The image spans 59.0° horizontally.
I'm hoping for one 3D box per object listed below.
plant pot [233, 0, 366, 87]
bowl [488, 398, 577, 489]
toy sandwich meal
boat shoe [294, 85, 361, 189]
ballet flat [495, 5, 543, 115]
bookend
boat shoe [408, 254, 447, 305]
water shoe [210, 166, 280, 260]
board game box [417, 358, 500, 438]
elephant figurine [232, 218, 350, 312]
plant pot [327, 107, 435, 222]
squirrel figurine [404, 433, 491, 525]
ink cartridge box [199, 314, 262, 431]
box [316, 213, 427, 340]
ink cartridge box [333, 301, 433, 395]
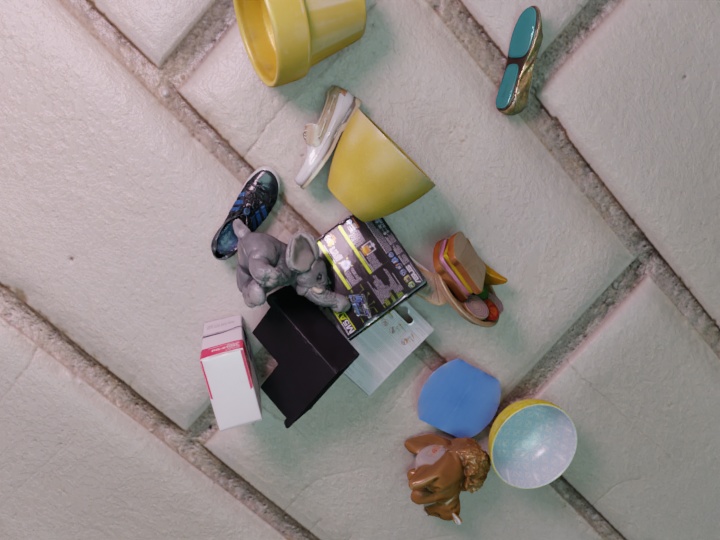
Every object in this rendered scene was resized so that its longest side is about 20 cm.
[{"bbox_3d":[-0.099,-0.442,1.097,0.186,0.200,0.204,-23,108,-20],"label":"plant pot"},{"bbox_3d":[0.365,0.365,1.412,0.196,0.108,0.204,-2,105,-9],"label":"bowl"},{"bbox_3d":[0.223,0.015,1.262,0.204,0.207,0.070,40,125,-17],"label":"toy sandwich meal"},{"bbox_3d":[-0.077,-0.252,1.204,0.068,0.075,0.202,31,87,-14],"label":"boat shoe"},{"bbox_3d":[0.317,-0.402,1.236,0.069,0.071,0.204,12,101,-12],"label":"ballet flat"},{"bbox_3d":[-0.138,0.170,1.275,0.199,0.092,0.201,46,123,10],"label":"bookend"},{"bbox_3d":[0.093,0.009,1.298,0.198,0.069,0.071,35,87,5],"label":"boat shoe"},{"bbox_3d":[-0.214,-0.103,1.213,0.071,0.079,0.202,30,98,-15],"label":"water shoe"},{"bbox_3d":[0.213,0.276,1.402,0.198,0.039,0.160,28,97,-22],"label":"board game box"},{"bbox_3d":[-0.125,-0.005,1.184,0.197,0.141,0.158,-8,120,-28],"label":"elephant figurine"},{"bbox_3d":[0.021,-0.176,1.178,0.199,0.200,0.142,40,102,-16],"label":"plant pot"},{"bbox_3d":[0.202,0.463,1.399,0.197,0.142,0.189,-19,114,1],"label":"squirrel figurine"},{"bbox_3d":[-0.247,0.189,1.221,0.083,0.200,0.147,-14,106,-8],"label":"ink cartridge box"},{"bbox_3d":[0.000,0.000,1.250,0.192,0.048,0.201,-36,79,3],"label":"box"},{"bbox_3d":[0.029,0.138,1.332,0.162,0.057,0.200,43,90,-16],"label":"ink cartridge box"}]
